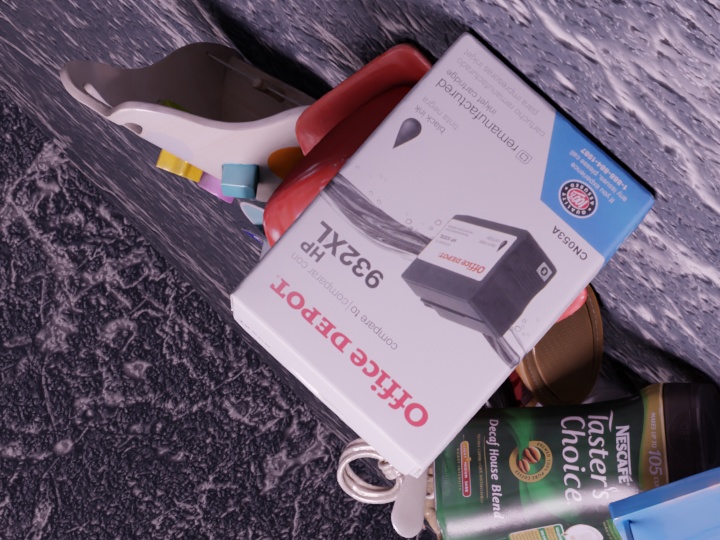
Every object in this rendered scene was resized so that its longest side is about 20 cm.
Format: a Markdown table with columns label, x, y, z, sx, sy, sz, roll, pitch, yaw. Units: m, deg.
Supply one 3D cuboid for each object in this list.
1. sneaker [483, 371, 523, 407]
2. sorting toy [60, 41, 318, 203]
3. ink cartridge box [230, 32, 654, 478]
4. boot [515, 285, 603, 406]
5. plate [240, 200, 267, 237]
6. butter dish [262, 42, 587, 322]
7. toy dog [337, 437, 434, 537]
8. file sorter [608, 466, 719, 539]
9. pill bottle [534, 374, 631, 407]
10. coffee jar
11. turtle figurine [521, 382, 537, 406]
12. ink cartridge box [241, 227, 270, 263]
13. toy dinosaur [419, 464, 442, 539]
| label | x | y | z | sx | sy | sz | roll | pitch | yaw |
| --- | --- | --- | --- | --- | --- | --- | --- | --- | --- |
| sneaker | 0.102 | 0.138 | 1.700 | 0.070 | 0.098 | 0.202 | -8 | 121 | 30 |
| sorting toy | -0.128 | -0.113 | 1.653 | 0.179 | 0.108 | 0.200 | 16 | -170 | -37 |
| ink cartridge box | 0.044 | -0.007 | 1.234 | 0.145 | 0.200 | 0.084 | 41 | 173 | 4 |
| boot | 0.078 | 0.004 | 1.540 | 0.155 | 0.077 | 0.200 | 22 | 153 | 54 |
| plate | 0.000 | 0.000 | 1.601 | 0.199 | 0.026 | 0.200 | 35 | 173 | 5 |
| butter dish | 0.010 | -0.010 | 1.391 | 0.201 | 0.148 | 0.199 | 54 | 152 | -4 |
| toy dog | 0.077 | 0.178 | 1.606 | 0.200 | 0.132 | 0.096 | 39 | -158 | -7 |
| file sorter | 0.261 | 0.224 | 1.421 | 0.200 | 0.138 | 0.123 | 58 | -163 | -51 |
| pill bottle | 0.215 | 0.162 | 1.613 | 0.200 | 0.114 | 0.114 | 36 | 170 | 39 |
| coffee jar | 0.151 | 0.136 | 1.485 | 0.085 | 0.198 | 0.105 | 58 | -153 | -58 |
| turtle figurine | 0.130 | 0.102 | 1.783 | 0.200 | 0.101 | 0.150 | 38 | 136 | 8 |
| ink cartridge box | -0.010 | 0.029 | 1.602 | 0.095 | 0.037 | 0.200 | 38 | 175 | -40 |
| toy dinosaur | 0.066 | 0.166 | 1.732 | 0.200 | 0.058 | 0.102 | 47 | -153 | -58 |
